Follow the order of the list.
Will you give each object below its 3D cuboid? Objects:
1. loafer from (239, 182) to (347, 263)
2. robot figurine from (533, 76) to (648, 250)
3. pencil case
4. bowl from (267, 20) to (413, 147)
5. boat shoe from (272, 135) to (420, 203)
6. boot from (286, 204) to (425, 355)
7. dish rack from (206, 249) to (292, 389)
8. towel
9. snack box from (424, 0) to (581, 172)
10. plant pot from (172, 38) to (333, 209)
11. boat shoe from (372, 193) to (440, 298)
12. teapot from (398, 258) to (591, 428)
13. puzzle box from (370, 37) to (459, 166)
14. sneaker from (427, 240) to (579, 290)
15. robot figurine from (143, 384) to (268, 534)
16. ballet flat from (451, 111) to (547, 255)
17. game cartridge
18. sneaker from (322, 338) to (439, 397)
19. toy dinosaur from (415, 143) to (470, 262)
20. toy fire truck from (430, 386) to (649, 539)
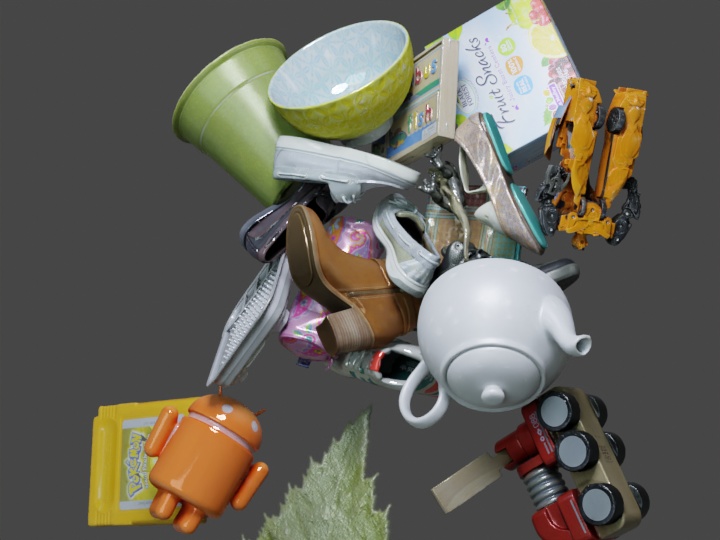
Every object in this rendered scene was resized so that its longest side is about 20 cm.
[{"bbox_3d":[-0.067,-0.076,1.526,0.199,0.072,0.063,-35,46,-7],"label":"loafer"},{"bbox_3d":[0.279,-0.125,1.375,0.058,0.144,0.202,-147,67,-69],"label":"robot figurine"},{"bbox_3d":[-0.037,0.027,1.503,0.087,0.088,0.201,10,66,30],"label":"pencil case"},{"bbox_3d":[-0.012,-0.229,1.496,0.198,0.108,0.201,-18,36,13],"label":"bowl"},{"bbox_3d":[-0.021,-0.122,1.466,0.199,0.070,0.072,14,94,18],"label":"boat shoe"},{"bbox_3d":[0.000,0.000,1.441,0.077,0.154,0.201,-42,67,56],"label":"boot"},{"bbox_3d":[-0.137,0.063,1.529,0.043,0.200,0.172,33,115,-12],"label":"dish rack"},{"bbox_3d":[0.140,-0.014,1.480,0.145,0.022,0.202,3,79,29],"label":"towel"},{"bbox_3d":[0.197,-0.241,1.479,0.168,0.068,0.201,-27,65,17],"label":"snack box"},{"bbox_3d":[-0.130,-0.184,1.590,0.200,0.200,0.190,-43,73,12],"label":"plant pot"},{"bbox_3d":[0.064,-0.044,1.458,0.065,0.074,0.203,-52,22,23],"label":"boat shoe"},{"bbox_3d":[0.150,0.096,1.311,0.195,0.201,0.147,8,46,2],"label":"teapot"},{"bbox_3d":[0.069,-0.212,1.502,0.200,0.025,0.134,157,120,-62],"label":"puzzle box"},{"bbox_3d":[0.168,0.001,1.406,0.198,0.076,0.115,-21,73,27],"label":"sneaker"},{"bbox_3d":[-0.209,0.252,1.532,0.143,0.117,0.201,22,70,24],"label":"robot figurine"},{"bbox_3d":[0.166,-0.097,1.399,0.067,0.068,0.201,-28,69,20],"label":"ballet flat"},{"bbox_3d":[-0.308,0.279,1.642,0.198,0.032,0.178,-8,73,25],"label":"game cartridge"},{"bbox_3d":[0.022,0.112,1.469,0.198,0.093,0.071,14,84,30],"label":"sneaker"},{"bbox_3d":[0.107,-0.099,1.423,0.047,0.088,0.201,-29,32,14],"label":"toy dinosaur"},{"bbox_3d":[0.204,0.253,1.329,0.200,0.128,0.177,-36,63,29],"label":"toy fire truck"}]
